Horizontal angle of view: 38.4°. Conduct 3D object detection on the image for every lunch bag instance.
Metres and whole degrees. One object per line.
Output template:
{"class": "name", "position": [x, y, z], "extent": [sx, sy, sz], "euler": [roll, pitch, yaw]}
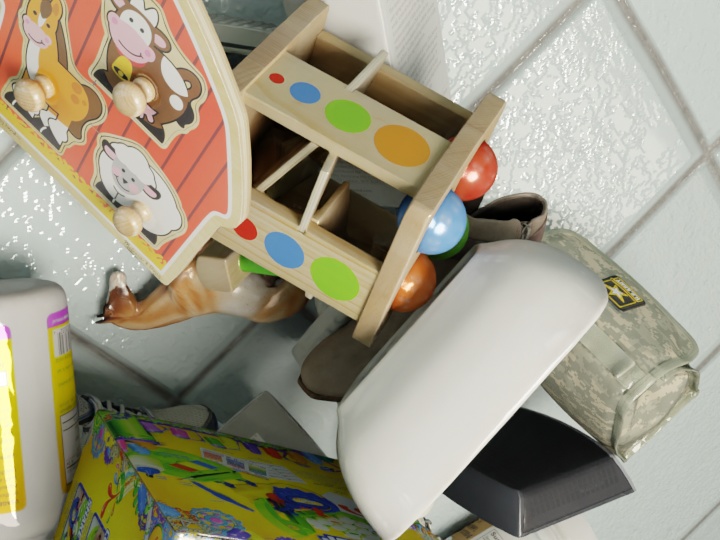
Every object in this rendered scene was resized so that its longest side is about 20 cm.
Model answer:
{"class": "lunch bag", "position": [0.198, 0.058, 0.881], "extent": [0.118, 0.164, 0.200], "euler": [-43, 155, 1]}

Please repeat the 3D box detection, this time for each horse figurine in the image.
{"class": "horse figurine", "position": [-0.089, -0.005, 0.786], "extent": [0.199, 0.050, 0.133], "euler": [2, 120, -32]}

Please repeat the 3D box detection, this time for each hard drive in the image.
{"class": "hard drive", "position": [0.139, 0.174, 0.944], "extent": [0.134, 0.200, 0.043], "euler": [-15, 103, -21]}

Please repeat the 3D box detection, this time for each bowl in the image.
{"class": "bowl", "position": [0.058, 0.056, 0.653], "extent": [0.075, 0.200, 0.200], "euler": [42, 98, 3]}

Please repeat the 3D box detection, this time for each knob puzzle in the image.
{"class": "knob puzzle", "position": [-0.141, -0.093, 0.578], "extent": [0.030, 0.219, 0.220], "euler": [-46, 140, -42]}

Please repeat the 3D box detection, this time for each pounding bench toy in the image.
{"class": "pounding bench toy", "position": [-0.014, -0.033, 0.659], "extent": [0.124, 0.156, 0.200], "euler": [-54, 171, -42]}

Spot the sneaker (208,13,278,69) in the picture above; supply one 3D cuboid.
{"class": "sneaker", "position": [-0.127, -0.132, 0.667], "extent": [0.199, 0.078, 0.080], "euler": [4, 111, -34]}

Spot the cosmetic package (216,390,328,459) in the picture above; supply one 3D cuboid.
{"class": "cosmetic package", "position": [-0.060, 0.196, 0.845], "extent": [0.107, 0.090, 0.200], "euler": [-41, 149, -12]}

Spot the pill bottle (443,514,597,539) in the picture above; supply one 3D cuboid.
{"class": "pill bottle", "position": [0.145, 0.316, 1.082], "extent": [0.199, 0.114, 0.115], "euler": [-27, 129, -13]}

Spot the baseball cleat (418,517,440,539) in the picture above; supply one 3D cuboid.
{"class": "baseball cleat", "position": [0.043, 0.211, 0.936], "extent": [0.070, 0.106, 0.201], "euler": [-24, 132, -34]}

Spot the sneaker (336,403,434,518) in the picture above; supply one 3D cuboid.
{"class": "sneaker", "position": [0.023, 0.101, 0.819], "extent": [0.075, 0.200, 0.085], "euler": [10, 123, -21]}

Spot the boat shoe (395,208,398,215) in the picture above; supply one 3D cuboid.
{"class": "boat shoe", "position": [0.071, -0.018, 0.857], "extent": [0.068, 0.074, 0.200], "euler": [-16, 118, -3]}

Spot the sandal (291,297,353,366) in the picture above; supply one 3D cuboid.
{"class": "sandal", "position": [-0.004, 0.002, 0.793], "extent": [0.203, 0.050, 0.082], "euler": [-51, 165, 32]}

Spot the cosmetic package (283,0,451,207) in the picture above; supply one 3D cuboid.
{"class": "cosmetic package", "position": [0.008, -0.153, 0.707], "extent": [0.102, 0.071, 0.201], "euler": [-60, 147, -46]}

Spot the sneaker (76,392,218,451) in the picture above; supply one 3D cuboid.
{"class": "sneaker", "position": [-0.204, 0.132, 0.791], "extent": [0.199, 0.077, 0.086], "euler": [-14, 121, -23]}

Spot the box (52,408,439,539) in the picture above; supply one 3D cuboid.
{"class": "box", "position": [-0.067, 0.189, 0.636], "extent": [0.199, 0.192, 0.122], "euler": [18, 93, -28]}

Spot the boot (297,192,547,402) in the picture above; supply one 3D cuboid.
{"class": "boot", "position": [0.052, 0.011, 0.756], "extent": [0.200, 0.070, 0.147], "euler": [-20, 144, -40]}

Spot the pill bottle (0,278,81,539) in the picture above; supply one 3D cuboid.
{"class": "pill bottle", "position": [-0.242, 0.110, 0.693], "extent": [0.104, 0.104, 0.201], "euler": [-7, 98, -27]}
